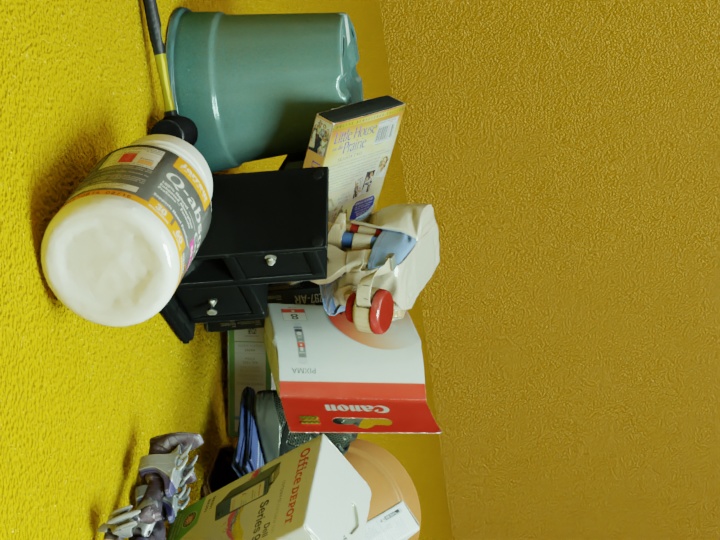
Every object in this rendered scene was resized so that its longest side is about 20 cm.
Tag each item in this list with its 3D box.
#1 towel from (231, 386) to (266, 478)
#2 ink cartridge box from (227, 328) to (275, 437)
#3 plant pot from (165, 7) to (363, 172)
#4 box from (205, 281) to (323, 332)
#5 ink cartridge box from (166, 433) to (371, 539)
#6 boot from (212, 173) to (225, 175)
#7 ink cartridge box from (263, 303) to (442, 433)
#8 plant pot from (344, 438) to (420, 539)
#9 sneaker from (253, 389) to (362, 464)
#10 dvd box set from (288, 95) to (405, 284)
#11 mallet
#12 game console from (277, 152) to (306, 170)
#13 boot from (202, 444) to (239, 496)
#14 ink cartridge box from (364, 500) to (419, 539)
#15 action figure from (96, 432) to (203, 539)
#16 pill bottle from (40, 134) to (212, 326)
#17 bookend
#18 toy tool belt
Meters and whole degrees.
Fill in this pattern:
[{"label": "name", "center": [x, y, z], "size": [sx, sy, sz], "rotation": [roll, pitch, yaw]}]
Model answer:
[{"label": "towel", "center": [-0.106, 0.249, 1.600], "size": [0.145, 0.024, 0.200], "rotation": [-93, 168, -58]}, {"label": "ink cartridge box", "center": [-0.124, 0.149, 1.718], "size": [0.104, 0.059, 0.201], "rotation": [-33, 122, -80]}, {"label": "plant pot", "center": [-0.103, -0.215, 1.613], "size": [0.200, 0.195, 0.201], "rotation": [-5, 90, -81]}, {"label": "box", "center": [-0.074, 0.020, 1.664], "size": [0.160, 0.199, 0.044], "rotation": [-68, 151, -72]}, {"label": "ink cartridge box", "center": [-0.097, 0.268, 1.360], "size": [0.088, 0.200, 0.145], "rotation": [52, 24, -22]}, {"label": "boot", "center": [-0.114, -0.078, 1.653], "size": [0.200, 0.138, 0.078], "rotation": [-59, 143, -77]}, {"label": "ink cartridge box", "center": [-0.011, 0.099, 1.454], "size": [0.200, 0.162, 0.050], "rotation": [-116, -149, -63]}, {"label": "plant pot", "center": [-0.039, 0.330, 1.838], "size": [0.140, 0.200, 0.201], "rotation": [-8, 94, -63]}, {"label": "sneaker", "center": [-0.046, 0.224, 1.574], "size": [0.076, 0.114, 0.200], "rotation": [3, 75, -82]}, {"label": "dvd box set", "center": [-0.023, -0.092, 1.567], "size": [0.146, 0.029, 0.200], "rotation": [-25, 137, -53]}, {"label": "mallet", "center": [-0.208, -0.220, 1.473], "size": [0.066, 0.041, 0.201], "rotation": [-10, 92, -81]}, {"label": "game console", "center": [-0.073, -0.096, 1.699], "size": [0.031, 0.177, 0.200], "rotation": [40, 71, -29]}, {"label": "boot", "center": [-0.139, 0.310, 1.573], "size": [0.144, 0.071, 0.202], "rotation": [63, 19, -53]}, {"label": "ink cartridge box", "center": [-0.060, 0.333, 1.466], "size": [0.200, 0.200, 0.041], "rotation": [-21, 72, -47]}, {"label": "action figure", "center": [-0.190, 0.239, 1.248], "size": [0.200, 0.069, 0.130], "rotation": [-79, 167, -49]}, {"label": "pill bottle", "center": [-0.193, -0.043, 1.208], "size": [0.200, 0.116, 0.117], "rotation": [-75, 158, -65]}, {"label": "bookend", "center": [-0.114, -0.011, 1.431], "size": [0.200, 0.198, 0.092], "rotation": [71, 17, -62]}, {"label": "toy tool belt", "center": [0.000, 0.000, 1.484], "size": [0.200, 0.123, 0.125], "rotation": [-53, 142, -51]}]
